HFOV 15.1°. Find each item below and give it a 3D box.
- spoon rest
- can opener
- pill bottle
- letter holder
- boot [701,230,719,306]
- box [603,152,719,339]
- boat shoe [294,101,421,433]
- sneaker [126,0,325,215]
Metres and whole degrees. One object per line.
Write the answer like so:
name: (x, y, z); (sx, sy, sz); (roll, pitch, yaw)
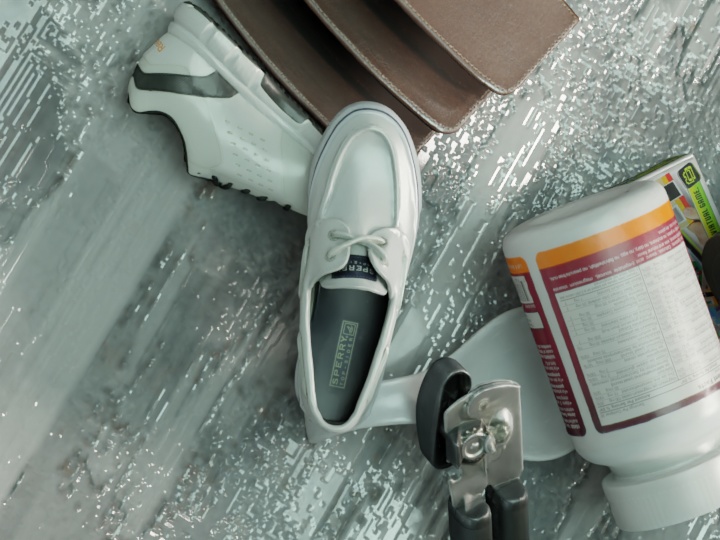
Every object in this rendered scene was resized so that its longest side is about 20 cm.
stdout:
spoon rest: (0.066, 0.078, 1.716); (0.199, 0.061, 0.100); (-7, 89, -21)
can opener: (0.071, 0.139, 1.685); (0.053, 0.067, 0.200); (-22, 132, -21)
pill bottle: (0.170, 0.054, 1.698); (0.109, 0.110, 0.200); (-22, 96, -21)
letter holder: (0.009, -0.174, 1.685); (0.200, 0.101, 0.142); (48, 67, -11)
boot: (0.316, 0.026, 1.790); (0.154, 0.073, 0.204); (-45, 109, -44)
box: (0.208, 0.036, 1.788); (0.110, 0.035, 0.200); (-27, 96, -21)
boat shoe: (0.000, 0.000, 1.628); (0.073, 0.065, 0.201); (3, 96, -3)
sneaker: (-0.062, -0.073, 1.683); (0.200, 0.074, 0.080); (44, 90, -10)
